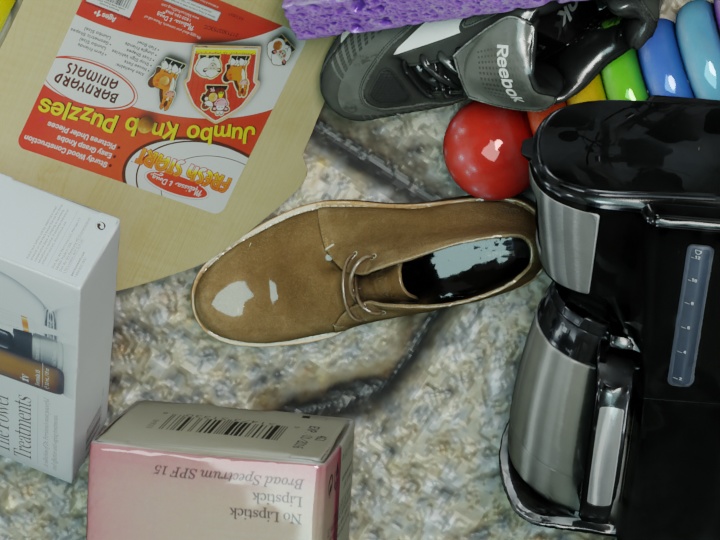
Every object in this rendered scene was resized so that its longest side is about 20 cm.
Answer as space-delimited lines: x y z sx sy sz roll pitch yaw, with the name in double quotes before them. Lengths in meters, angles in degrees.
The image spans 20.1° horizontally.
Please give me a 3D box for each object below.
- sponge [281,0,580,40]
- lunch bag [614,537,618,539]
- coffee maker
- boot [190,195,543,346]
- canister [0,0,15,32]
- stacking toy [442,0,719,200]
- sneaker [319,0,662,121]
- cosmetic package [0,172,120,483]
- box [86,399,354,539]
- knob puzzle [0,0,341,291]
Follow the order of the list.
"sponge" 0.062 -0.173 0.998 0.199 0.112 0.030 -5 141 24
"lunch bag" 0.171 0.223 1.015 0.127 0.200 0.171 -1 99 8
"coffee maker" 0.168 0.022 1.000 0.191 0.135 0.201 -7 126 -16
"boot" 0.000 0.000 1.070 0.199 0.075 0.074 -12 99 11
"canister" -0.262 -0.122 1.084 0.199 0.087 0.149 29 102 5
"stacking toy" 0.137 -0.086 1.041 0.199 0.085 0.086 -19 96 18
"sneaker" 0.065 -0.114 1.014 0.199 0.091 0.067 -20 125 20
"cosmetic package" -0.206 0.020 1.053 0.150 0.052 0.200 22 146 6
"box" -0.077 0.180 1.091 0.127 0.109 0.201 4 99 7
"knob puzzle" -0.116 -0.078 1.055 0.219 0.030 0.221 -12 121 -21
